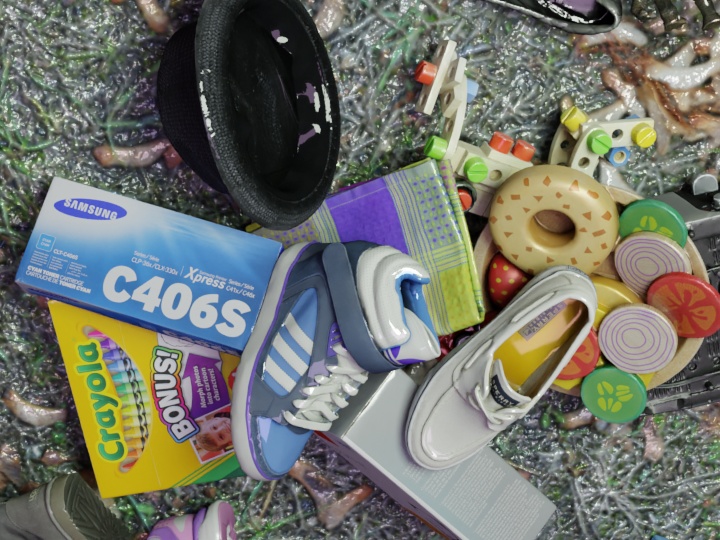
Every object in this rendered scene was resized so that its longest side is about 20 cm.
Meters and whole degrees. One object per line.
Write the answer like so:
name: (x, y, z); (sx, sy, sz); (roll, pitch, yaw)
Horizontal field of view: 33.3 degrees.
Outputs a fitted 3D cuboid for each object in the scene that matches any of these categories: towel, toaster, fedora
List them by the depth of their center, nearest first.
fedora: (-0.097, -0.129, 0.947); (0.092, 0.201, 0.201); (-2, 117, 32)
towel: (0.000, 0.000, 0.985); (0.200, 0.023, 0.144); (-16, 85, 31)
toaster: (0.280, 0.025, 1.041); (0.181, 0.119, 0.200); (-14, 112, 1)

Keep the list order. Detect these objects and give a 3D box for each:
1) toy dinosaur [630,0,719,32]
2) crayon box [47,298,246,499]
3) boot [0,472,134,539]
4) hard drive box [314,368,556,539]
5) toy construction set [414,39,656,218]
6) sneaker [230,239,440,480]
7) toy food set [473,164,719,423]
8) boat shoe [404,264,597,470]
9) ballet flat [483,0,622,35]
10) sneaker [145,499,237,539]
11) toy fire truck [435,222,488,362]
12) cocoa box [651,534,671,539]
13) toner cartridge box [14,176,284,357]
toy dinosaur: (0.247, -0.246, 0.950); (0.200, 0.077, 0.102); (-11, 76, 1)
crayon box: (-0.164, 0.093, 1.062); (0.172, 0.058, 0.200); (-10, 112, -1)
boot: (-0.315, 0.259, 1.093); (0.200, 0.073, 0.182); (-16, 119, 14)
hard drive box: (0.048, 0.160, 1.048); (0.200, 0.156, 0.077); (42, 78, -18)
toy construction set: (0.127, -0.102, 0.983); (0.200, 0.092, 0.131); (24, 111, -8)
sneaker: (-0.012, 0.075, 0.922); (0.081, 0.146, 0.200); (23, 78, -53)
toy food set: (0.180, 0.020, 0.949); (0.198, 0.049, 0.200); (25, 123, 10)
boat shoe: (0.105, 0.083, 0.909); (0.071, 0.070, 0.200); (41, 106, -8)
ballet flat: (0.118, -0.239, 0.953); (0.200, 0.057, 0.067); (15, 110, -11)
sneaker: (-0.158, 0.313, 1.147); (0.088, 0.080, 0.200); (-4, 108, 4)
toy fire truck: (0.063, 0.005, 1.052); (0.200, 0.049, 0.141); (-42, 108, 11)
cocoa box: (0.361, 0.372, 1.180); (0.200, 0.133, 0.131); (21, 108, -13)
toner cartridge box: (-0.169, -0.002, 0.981); (0.200, 0.043, 0.095); (16, 76, 6)
